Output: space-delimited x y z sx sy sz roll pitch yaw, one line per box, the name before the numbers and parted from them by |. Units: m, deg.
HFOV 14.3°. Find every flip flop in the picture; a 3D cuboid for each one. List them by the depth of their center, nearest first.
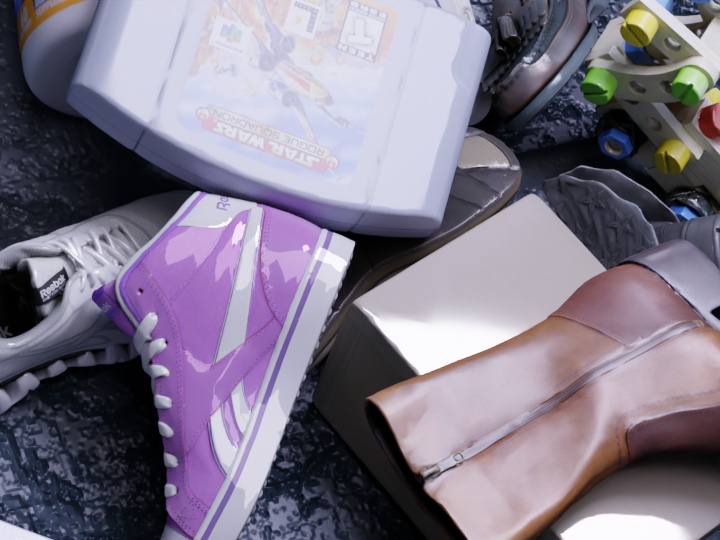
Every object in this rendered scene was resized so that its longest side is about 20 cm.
flip flop | 0.000 0.000 1.505 0.200 0.058 0.081 -45 59 -7

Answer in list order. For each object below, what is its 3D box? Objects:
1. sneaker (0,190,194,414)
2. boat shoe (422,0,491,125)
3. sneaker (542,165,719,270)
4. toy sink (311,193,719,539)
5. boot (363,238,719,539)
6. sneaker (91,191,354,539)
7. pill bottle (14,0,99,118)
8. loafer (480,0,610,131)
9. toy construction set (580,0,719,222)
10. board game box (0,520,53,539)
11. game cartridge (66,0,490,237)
sneaker | -0.144 0.010 1.456 0.200 0.081 0.075 -31 72 -31
boat shoe | 0.026 -0.164 1.626 0.070 0.071 0.200 18 40 -45
sneaker | 0.165 0.039 1.548 0.060 0.104 0.200 -25 105 -59
toy sink | 0.092 0.086 1.469 0.130 0.112 0.200 -32 70 -30
boot | 0.131 0.087 1.369 0.200 0.069 0.188 -28 69 -29
sneaker | -0.089 0.059 1.424 0.114 0.073 0.201 20 82 -5
pill bottle | -0.137 -0.192 1.555 0.112 0.112 0.200 -1 61 -18
loafer | 0.092 -0.137 1.590 0.063 0.072 0.200 43 26 -7
toy construction set | 0.196 -0.075 1.571 0.092 0.131 0.200 -40 104 -38
board game box | -0.232 0.195 1.341 0.200 0.041 0.200 20 57 -6
game cartridge | -0.040 -0.096 1.455 0.200 0.042 0.133 20 62 -10
